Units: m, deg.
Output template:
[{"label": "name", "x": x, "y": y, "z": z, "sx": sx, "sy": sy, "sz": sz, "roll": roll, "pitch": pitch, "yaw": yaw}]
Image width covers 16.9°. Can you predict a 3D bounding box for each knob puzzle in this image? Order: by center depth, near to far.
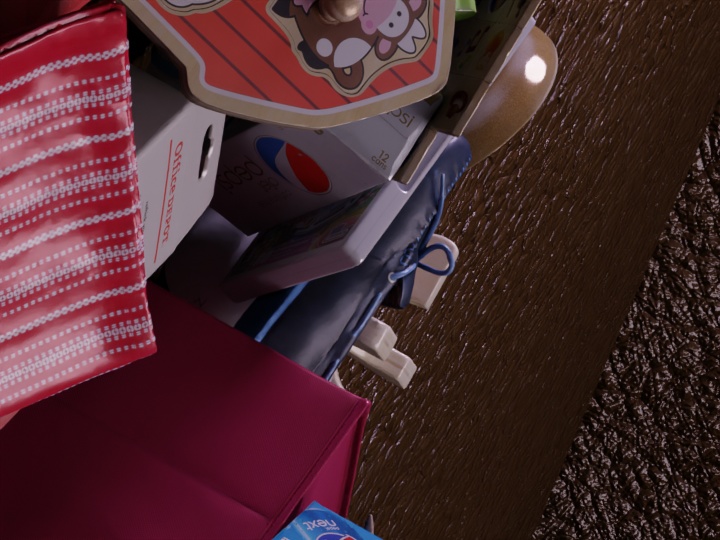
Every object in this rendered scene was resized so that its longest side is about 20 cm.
[{"label": "knob puzzle", "x": -0.024, "y": -0.159, "z": 1.200, "sx": 0.220, "sy": 0.220, "sz": 0.030, "roll": -57, "pitch": -158, "yaw": -22}]

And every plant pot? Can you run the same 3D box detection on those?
[{"label": "plant pot", "x": 0.029, "y": -0.110, "z": 1.548, "sx": 0.200, "sy": 0.200, "sz": 0.028, "roll": -53, "pitch": 128, "yaw": -34}]

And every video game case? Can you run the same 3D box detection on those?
[{"label": "video game case", "x": 0.009, "y": -0.068, "z": 1.420, "sx": 0.143, "sy": 0.018, "sz": 0.200, "roll": -18, "pitch": -149, "yaw": 57}]

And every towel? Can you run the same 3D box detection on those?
[{"label": "towel", "x": -0.160, "y": -0.018, "z": 1.094, "sx": 0.144, "sy": 0.022, "sz": 0.200, "roll": -22, "pitch": 130, "yaw": -27}]

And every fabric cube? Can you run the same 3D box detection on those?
[{"label": "fabric cube", "x": -0.134, "y": 0.141, "z": 1.339, "sx": 0.200, "sy": 0.199, "sz": 0.196, "roll": -53, "pitch": 163, "yaw": -35}]

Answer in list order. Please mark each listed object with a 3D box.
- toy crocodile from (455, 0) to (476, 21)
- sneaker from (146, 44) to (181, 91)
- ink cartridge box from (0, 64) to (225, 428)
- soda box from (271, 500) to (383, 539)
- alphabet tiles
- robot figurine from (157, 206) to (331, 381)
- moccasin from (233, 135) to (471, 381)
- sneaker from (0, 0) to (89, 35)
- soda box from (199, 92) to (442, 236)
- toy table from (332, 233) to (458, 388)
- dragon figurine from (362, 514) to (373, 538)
[{"label": "toy crocodile", "x": -0.029, "y": -0.156, "z": 1.245, "sx": 0.062, "sy": 0.200, "sz": 0.068, "roll": 147, "pitch": -55, "yaw": -60}, {"label": "sneaker", "x": -0.047, "y": -0.174, "z": 1.326, "sx": 0.200, "sy": 0.075, "sz": 0.087, "roll": -53, "pitch": 154, "yaw": -43}, {"label": "ink cartridge box", "x": -0.147, "y": -0.030, "z": 1.235, "sx": 0.200, "sy": 0.067, "sz": 0.117, "roll": -48, "pitch": 161, "yaw": -40}, {"label": "soda box", "x": -0.043, "y": 0.227, "z": 1.282, "sx": 0.068, "sy": 0.064, "sz": 0.200, "roll": -37, "pitch": 151, "yaw": -62}, {"label": "alphabet tiles", "x": 0.048, "y": -0.128, "z": 1.365, "sx": 0.167, "sy": 0.008, "sz": 0.200, "roll": -59, "pitch": -161, "yaw": -1}, {"label": "robot figurine", "x": -0.073, "y": 0.047, "z": 1.534, "sx": 0.125, "sy": 0.150, "sz": 0.200, "roll": -2, "pitch": 133, "yaw": -21}, {"label": "moccasin", "x": 0.000, "y": 0.000, "z": 1.432, "sx": 0.200, "sy": 0.068, "sz": 0.080, "roll": -48, "pitch": -162, "yaw": -10}, {"label": "sneaker", "x": -0.086, "y": -0.166, "z": 1.091, "sx": 0.200, "sy": 0.115, "sz": 0.078, "roll": -61, "pitch": 167, "yaw": -5}, {"label": "soda box", "x": -0.035, "y": -0.077, "z": 1.371, "sx": 0.064, "sy": 0.068, "sz": 0.200, "roll": -57, "pitch": -164, "yaw": -21}, {"label": "toy table", "x": -0.024, "y": 0.037, "z": 1.725, "sx": 0.184, "sy": 0.117, "sz": 0.200, "roll": -63, "pitch": 168, "yaw": 6}, {"label": "dragon figurine", "x": -0.010, "y": 0.199, "z": 1.360, "sx": 0.059, "sy": 0.099, "sz": 0.200, "roll": -54, "pitch": 146, "yaw": -24}]
